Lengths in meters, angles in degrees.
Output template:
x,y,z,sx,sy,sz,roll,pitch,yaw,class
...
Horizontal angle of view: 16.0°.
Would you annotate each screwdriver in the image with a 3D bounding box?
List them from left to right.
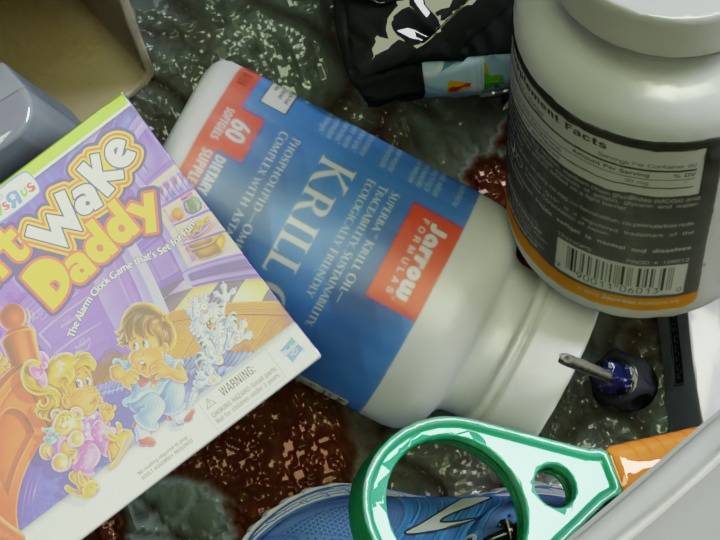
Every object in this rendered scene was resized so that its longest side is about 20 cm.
x,y,z,sx,sy,sz,roll,pitch,yaw,class
0.100,0.041,1.092,0.028,0.200,0.029,-42,72,7,screwdriver

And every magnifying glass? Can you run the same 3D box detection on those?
x,y,z,sx,sy,sz,roll,pitch,yaw,class
0.087,0.090,1.078,0.200,0.022,0.080,-9,70,-29,magnifying glass

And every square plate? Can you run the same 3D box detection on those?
x,y,z,sx,sy,sz,roll,pitch,yaw,class
0.133,0.131,1.085,0.200,0.198,0.028,-38,59,-16,square plate

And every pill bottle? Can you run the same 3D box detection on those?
x,y,z,sx,sy,sz,roll,pitch,yaw,class
0.000,0.000,1.127,0.200,0.112,0.112,27,82,-1,pill bottle
0.117,-0.076,1.024,0.116,0.200,0.117,-1,57,1,pill bottle

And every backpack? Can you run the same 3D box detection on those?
x,y,z,sx,sy,sz,roll,pitch,yaw,class
0.092,-0.155,1.147,0.200,0.154,0.164,-10,77,11,backpack

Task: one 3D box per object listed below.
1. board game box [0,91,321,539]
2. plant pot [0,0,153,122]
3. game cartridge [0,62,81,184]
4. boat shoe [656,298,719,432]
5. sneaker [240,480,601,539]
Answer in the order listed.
x,y,z,sx,sy,sz,roll,pitch,yaw,class
-0.135,0.042,1.045,0.200,0.045,0.135,-38,90,-1,board game box
-0.228,-0.121,1.091,0.200,0.200,0.177,-36,77,-7,plant pot
-0.205,-0.005,1.084,0.200,0.133,0.040,-39,74,3,game cartridge
0.172,0.010,1.168,0.065,0.074,0.201,-4,94,-10,boat shoe
0.037,0.127,1.097,0.200,0.089,0.079,-7,92,-27,sneaker
